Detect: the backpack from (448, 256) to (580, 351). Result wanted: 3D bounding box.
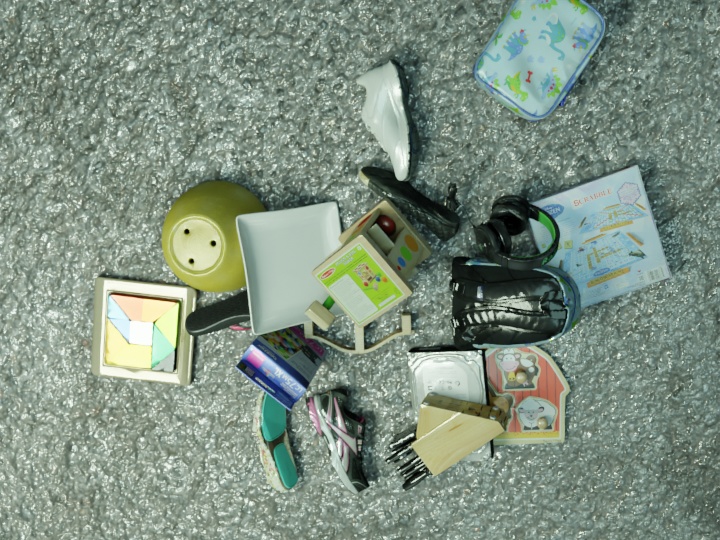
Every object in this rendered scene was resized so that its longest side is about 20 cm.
[{"bbox_3d":[0.263,0.053,1.256,0.198,0.153,0.166,-5,88,45],"label":"backpack"}]

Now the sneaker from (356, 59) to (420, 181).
[{"bbox_3d":[0.049,-0.250,1.284,0.086,0.074,0.203,-11,91,19],"label":"sneaker"}]

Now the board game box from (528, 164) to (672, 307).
[{"bbox_3d":[0.401,-0.052,1.286,0.197,0.041,0.202,-18,96,8],"label":"board game box"}]

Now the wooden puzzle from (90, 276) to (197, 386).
[{"bbox_3d":[-0.402,0.114,1.386,0.197,0.037,0.188,7,99,4],"label":"wooden puzzle"}]

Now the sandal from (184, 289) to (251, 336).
[{"bbox_3d":[-0.215,0.078,1.353,0.197,0.076,0.045,-17,132,4],"label":"sandal"}]

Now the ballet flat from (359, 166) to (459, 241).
[{"bbox_3d":[0.079,-0.114,1.298,0.199,0.067,0.057,33,132,4],"label":"ballet flat"}]

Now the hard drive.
[{"bbox_3d":[0.160,0.237,1.339,0.138,0.038,0.203,-3,99,19],"label":"hard drive"}]

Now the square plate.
[{"bbox_3d":[-0.114,-0.007,1.297,0.198,0.028,0.201,-11,97,-32],"label":"square plate"}]

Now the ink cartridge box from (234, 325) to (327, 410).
[{"bbox_3d":[-0.130,0.150,1.283,0.119,0.200,0.042,40,111,-3],"label":"ink cartridge box"}]

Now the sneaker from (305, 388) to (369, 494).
[{"bbox_3d":[-0.022,0.306,1.363,0.085,0.080,0.202,-25,101,-2],"label":"sneaker"}]

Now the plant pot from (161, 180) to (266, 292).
[{"bbox_3d":[-0.261,-0.050,1.296,0.197,0.142,0.203,1,99,5],"label":"plant pot"}]

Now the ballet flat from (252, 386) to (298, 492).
[{"bbox_3d":[-0.167,0.309,1.382,0.063,0.075,0.203,-8,93,40],"label":"ballet flat"}]

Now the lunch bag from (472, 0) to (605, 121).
[{"bbox_3d":[0.290,-0.356,1.231,0.160,0.082,0.201,33,100,1],"label":"lunch bag"}]

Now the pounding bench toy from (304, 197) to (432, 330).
[{"bbox_3d":[0.000,0.000,1.280,0.199,0.156,0.124,-36,102,34],"label":"pounding bench toy"}]

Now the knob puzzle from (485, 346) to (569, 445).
[{"bbox_3d":[0.274,0.215,1.343,0.216,0.030,0.223,1,98,6],"label":"knob puzzle"}]

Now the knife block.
[{"bbox_3d":[0.145,0.311,1.304,0.197,0.064,0.178,9,103,16],"label":"knife block"}]

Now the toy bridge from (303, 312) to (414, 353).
[{"bbox_3d":[-0.001,0.113,1.347,0.197,0.027,0.068,-2,99,1],"label":"toy bridge"}]

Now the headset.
[{"bbox_3d":[0.228,-0.079,1.230,0.198,0.095,0.124,25,58,26],"label":"headset"}]
